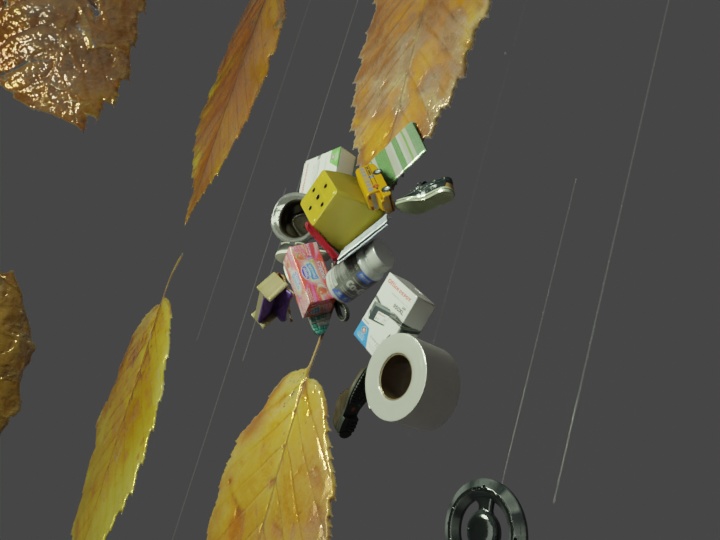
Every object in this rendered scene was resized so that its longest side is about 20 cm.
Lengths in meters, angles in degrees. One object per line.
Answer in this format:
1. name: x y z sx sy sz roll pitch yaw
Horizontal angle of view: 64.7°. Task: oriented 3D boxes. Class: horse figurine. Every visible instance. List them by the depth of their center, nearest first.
1. horse figurine: -0.264 0.077 1.918 0.205 0.048 0.135 88 164 -44

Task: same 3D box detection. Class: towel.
1. towel: -0.115 -0.079 1.744 0.022 0.145 0.200 -40 -2 -3
2. towel: 0.115 -0.352 1.776 0.199 0.023 0.156 -41 46 26

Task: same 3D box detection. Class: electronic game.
1. electronic game: 0.254 0.535 1.165 0.197 0.041 0.207 -26 52 38

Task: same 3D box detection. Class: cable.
1. cable: -0.090 0.082 1.774 0.097 0.049 0.205 -45 44 32

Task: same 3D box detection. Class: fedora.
1. fedora: -0.208 -0.172 1.986 0.194 0.090 0.184 10 83 28

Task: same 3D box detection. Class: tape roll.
1. tape roll: 0.125 0.269 1.367 0.199 0.137 0.210 -24 55 40

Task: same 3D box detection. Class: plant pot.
1. plant pot: -0.072 -0.196 1.792 0.202 0.174 0.202 -50 42 17

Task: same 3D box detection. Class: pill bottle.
1. pill bottle: 0.000 0.000 1.662 0.198 0.112 0.117 -37 47 32

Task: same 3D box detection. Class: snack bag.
1. snack bag: 0.012 -0.101 1.659 0.187 0.022 0.200 -39 8 13

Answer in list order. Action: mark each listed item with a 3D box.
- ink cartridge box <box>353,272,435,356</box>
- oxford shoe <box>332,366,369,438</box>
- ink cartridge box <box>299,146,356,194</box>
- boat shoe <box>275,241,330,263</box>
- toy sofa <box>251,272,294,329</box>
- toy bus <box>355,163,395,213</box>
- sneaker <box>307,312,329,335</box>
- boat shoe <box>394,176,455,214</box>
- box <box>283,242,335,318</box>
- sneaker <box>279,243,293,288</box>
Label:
1. ink cartridge box: 0.088 0.133 1.518 0.204 0.083 0.144 -59 40 8
2. oxford shoe: -0.027 0.345 1.557 0.084 0.071 0.205 34 98 52
3. ink cartridge box: -0.117 -0.322 1.976 0.196 0.083 0.152 -9 65 47
4. boat shoe: -0.189 -0.065 1.905 0.192 0.075 0.062 -3 52 18
5. toy sofa: -0.281 0.109 1.810 0.097 0.082 0.202 43 146 11
6. toy bus: 0.045 -0.243 1.701 0.076 0.067 0.203 -18 39 -1
7. sneaker: -0.151 0.119 1.822 0.092 0.075 0.206 118 142 -55
8. boat shoe: 0.181 -0.210 1.594 0.196 0.074 0.064 -16 52 40
9. box: -0.158 0.028 1.759 0.205 0.099 0.095 68 151 24
10. sneaker: -0.220 -0.022 1.957 0.084 0.081 0.206 -21 64 5
